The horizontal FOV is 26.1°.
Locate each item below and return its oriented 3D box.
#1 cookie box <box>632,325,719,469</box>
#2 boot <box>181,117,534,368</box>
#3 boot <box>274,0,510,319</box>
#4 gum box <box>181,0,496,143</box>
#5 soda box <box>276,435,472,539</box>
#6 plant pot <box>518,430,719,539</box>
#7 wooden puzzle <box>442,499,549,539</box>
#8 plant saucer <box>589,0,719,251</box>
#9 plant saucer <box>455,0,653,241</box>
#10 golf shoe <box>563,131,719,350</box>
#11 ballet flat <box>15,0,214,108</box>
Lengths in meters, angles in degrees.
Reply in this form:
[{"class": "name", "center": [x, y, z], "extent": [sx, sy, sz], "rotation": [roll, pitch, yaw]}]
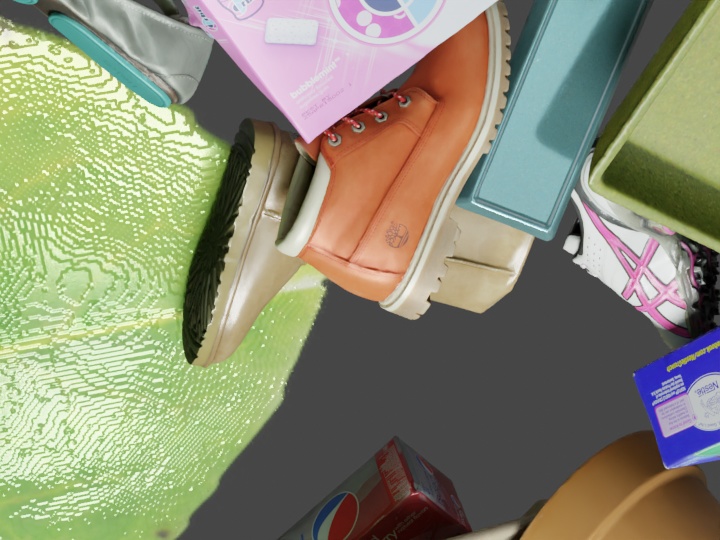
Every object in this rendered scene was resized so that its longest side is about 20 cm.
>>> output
[{"class": "cookie box", "center": [0.314, 0.063, 1.029], "extent": [0.199, 0.076, 0.171], "rotation": [-4, 160, -34]}, {"class": "boot", "center": [0.000, 0.000, 0.995], "extent": [0.198, 0.066, 0.176], "rotation": [12, 115, -22]}, {"class": "boot", "center": [0.020, -0.083, 0.919], "extent": [0.107, 0.075, 0.201], "rotation": [22, 84, -14]}, {"class": "gum box", "center": [0.002, -0.176, 0.880], "extent": [0.199, 0.066, 0.114], "rotation": [-37, 124, 4]}, {"class": "soda box", "center": [-0.018, 0.216, 1.125], "extent": [0.200, 0.064, 0.070], "rotation": [-42, 121, 13]}, {"class": "plant pot", "center": [0.207, 0.234, 1.100], "extent": [0.199, 0.140, 0.201], "rotation": [-31, 140, -30]}, {"class": "wooden puzzle", "center": [0.034, 0.245, 1.093], "extent": [0.199, 0.037, 0.185], "rotation": [-12, 147, -43]}, {"class": "plant saucer", "center": [0.244, -0.110, 0.915], "extent": [0.199, 0.048, 0.201], "rotation": [21, 112, -36]}, {"class": "plant saucer", "center": [0.125, -0.119, 0.948], "extent": [0.069, 0.019, 0.201], "rotation": [20, 102, -8]}, {"class": "golf shoe", "center": [0.186, -0.018, 1.042], "extent": [0.091, 0.073, 0.201], "rotation": [-5, 134, 27]}, {"class": "ballet flat", "center": [-0.167, -0.165, 0.865], "extent": [0.199, 0.067, 0.064], "rotation": [33, 81, -29]}]
